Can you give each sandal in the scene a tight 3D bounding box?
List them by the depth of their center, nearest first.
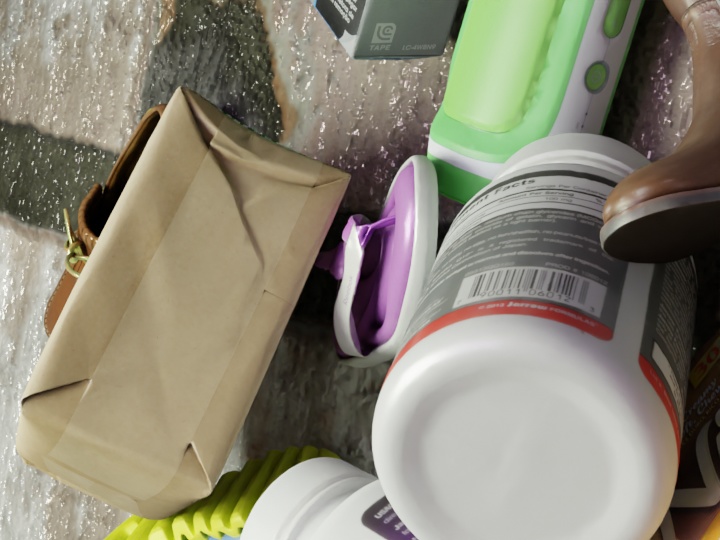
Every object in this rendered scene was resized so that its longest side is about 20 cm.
[{"bbox_3d":[0.000,0.007,0.825,0.203,0.049,0.083,115,154,-66],"label":"sandal"},{"bbox_3d":[-0.070,0.166,0.943,0.199,0.079,0.088,-26,101,36],"label":"sandal"}]

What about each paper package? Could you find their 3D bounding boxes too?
[{"bbox_3d":[-0.102,0.026,0.869,0.192,0.103,0.200,-67,7,-15],"label":"paper package"}]

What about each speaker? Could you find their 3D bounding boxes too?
[{"bbox_3d":[0.094,-0.127,0.781,0.088,0.088,0.202,28,106,46],"label":"speaker"}]

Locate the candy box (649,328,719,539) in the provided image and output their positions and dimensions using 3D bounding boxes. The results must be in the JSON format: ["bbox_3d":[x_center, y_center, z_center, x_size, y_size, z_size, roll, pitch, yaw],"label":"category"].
[{"bbox_3d":[0.165,0.091,0.607,0.116,0.055,0.200,-50,17,18],"label":"candy box"}]

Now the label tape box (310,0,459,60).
[{"bbox_3d":[0.015,-0.234,0.850,0.144,0.065,0.201,58,145,41],"label":"label tape box"}]

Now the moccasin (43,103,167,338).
[{"bbox_3d":[-0.156,-0.026,1.046,0.202,0.077,0.074,-48,53,32],"label":"moccasin"}]

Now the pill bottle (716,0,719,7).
[{"bbox_3d":[0.183,-0.118,0.583,0.114,0.113,0.202,-38,70,38],"label":"pill bottle"}]

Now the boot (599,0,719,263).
[{"bbox_3d":[0.123,-0.112,0.651,0.064,0.185,0.202,-33,76,46],"label":"boot"}]

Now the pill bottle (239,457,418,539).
[{"bbox_3d":[0.038,0.154,0.682,0.199,0.111,0.113,24,102,44],"label":"pill bottle"}]

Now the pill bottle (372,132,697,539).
[{"bbox_3d":[0.080,0.026,0.669,0.114,0.200,0.117,7,119,12],"label":"pill bottle"}]
